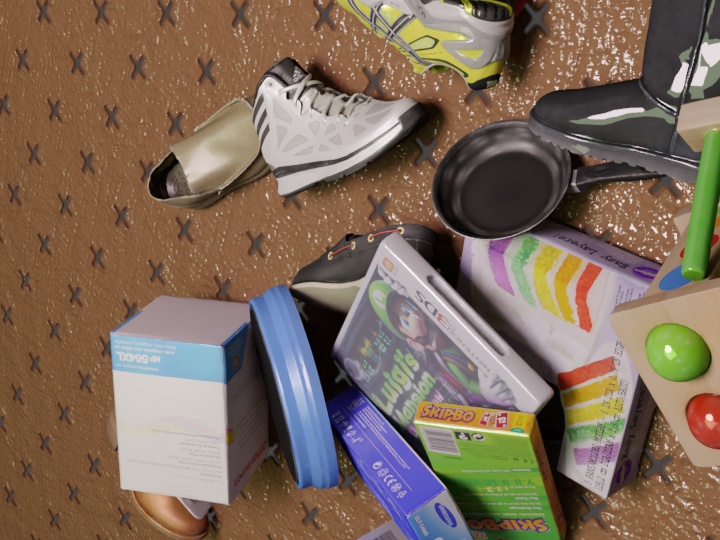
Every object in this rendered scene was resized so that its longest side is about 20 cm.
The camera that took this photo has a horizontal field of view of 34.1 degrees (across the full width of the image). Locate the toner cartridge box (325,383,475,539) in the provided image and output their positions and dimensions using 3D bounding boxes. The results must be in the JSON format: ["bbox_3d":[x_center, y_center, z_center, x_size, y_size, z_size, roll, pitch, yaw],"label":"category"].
[{"bbox_3d":[0.034,0.187,1.048,0.095,0.043,0.200,62,170,-30],"label":"toner cartridge box"}]

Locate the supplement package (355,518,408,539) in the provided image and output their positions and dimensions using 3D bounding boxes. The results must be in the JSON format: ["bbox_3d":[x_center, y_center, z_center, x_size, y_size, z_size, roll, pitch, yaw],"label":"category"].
[{"bbox_3d":[0.008,0.358,1.129,0.151,0.152,0.200,53,133,19],"label":"supplement package"}]

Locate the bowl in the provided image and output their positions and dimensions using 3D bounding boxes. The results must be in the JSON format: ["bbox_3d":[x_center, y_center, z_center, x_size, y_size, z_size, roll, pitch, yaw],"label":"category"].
[{"bbox_3d":[-0.067,0.114,1.128,0.201,0.039,0.201,165,90,-81],"label":"bowl"}]

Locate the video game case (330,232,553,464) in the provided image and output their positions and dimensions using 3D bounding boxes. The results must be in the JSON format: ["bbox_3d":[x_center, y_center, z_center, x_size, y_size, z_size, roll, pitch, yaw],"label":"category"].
[{"bbox_3d":[0.060,0.086,0.996,0.182,0.023,0.200,46,149,15],"label":"video game case"}]

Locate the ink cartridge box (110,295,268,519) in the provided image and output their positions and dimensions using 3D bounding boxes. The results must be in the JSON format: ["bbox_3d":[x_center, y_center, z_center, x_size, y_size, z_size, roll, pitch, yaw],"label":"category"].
[{"bbox_3d":[-0.174,0.144,1.226,0.125,0.129,0.200,6,108,14],"label":"ink cartridge box"}]

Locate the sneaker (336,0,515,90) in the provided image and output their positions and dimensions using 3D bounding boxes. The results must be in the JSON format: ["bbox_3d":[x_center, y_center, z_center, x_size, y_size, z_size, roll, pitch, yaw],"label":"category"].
[{"bbox_3d":[0.042,-0.202,0.964,0.200,0.075,0.077,32,131,46],"label":"sneaker"}]

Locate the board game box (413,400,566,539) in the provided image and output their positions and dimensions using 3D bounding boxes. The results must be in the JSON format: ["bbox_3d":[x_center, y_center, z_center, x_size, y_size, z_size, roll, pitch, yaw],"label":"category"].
[{"bbox_3d":[0.113,0.177,0.979,0.095,0.030,0.200,4,140,23],"label":"board game box"}]

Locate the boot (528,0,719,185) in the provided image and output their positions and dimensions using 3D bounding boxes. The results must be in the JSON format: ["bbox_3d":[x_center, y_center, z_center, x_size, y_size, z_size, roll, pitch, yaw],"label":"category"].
[{"bbox_3d":[0.207,-0.175,0.820,0.165,0.066,0.200,19,122,26],"label":"boot"}]

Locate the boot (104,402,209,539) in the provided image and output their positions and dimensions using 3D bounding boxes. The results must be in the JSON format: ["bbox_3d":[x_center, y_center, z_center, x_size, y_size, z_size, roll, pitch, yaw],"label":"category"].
[{"bbox_3d":[-0.214,0.201,1.362,0.155,0.077,0.200,-52,59,36],"label":"boot"}]

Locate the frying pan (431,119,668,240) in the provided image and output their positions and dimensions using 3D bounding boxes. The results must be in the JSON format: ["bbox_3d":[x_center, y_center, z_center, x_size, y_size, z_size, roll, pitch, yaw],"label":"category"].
[{"bbox_3d":[0.148,-0.083,0.929,0.190,0.031,0.115,-20,54,12],"label":"frying pan"}]

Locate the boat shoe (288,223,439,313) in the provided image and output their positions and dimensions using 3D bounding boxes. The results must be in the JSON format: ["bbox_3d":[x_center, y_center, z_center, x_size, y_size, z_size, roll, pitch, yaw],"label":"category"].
[{"bbox_3d":[0.002,0.001,1.088,0.201,0.074,0.063,-14,59,55],"label":"boat shoe"}]

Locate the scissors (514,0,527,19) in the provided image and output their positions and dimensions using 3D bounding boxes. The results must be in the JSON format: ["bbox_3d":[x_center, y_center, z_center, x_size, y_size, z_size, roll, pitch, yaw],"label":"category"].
[{"bbox_3d":[0.139,-0.261,0.904,0.200,0.014,0.073,-41,72,42],"label":"scissors"}]

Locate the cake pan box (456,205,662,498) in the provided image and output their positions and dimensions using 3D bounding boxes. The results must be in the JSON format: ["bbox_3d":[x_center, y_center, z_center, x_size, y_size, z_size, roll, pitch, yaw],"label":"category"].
[{"bbox_3d":[0.157,0.063,0.963,0.184,0.052,0.200,30,123,37],"label":"cake pan box"}]

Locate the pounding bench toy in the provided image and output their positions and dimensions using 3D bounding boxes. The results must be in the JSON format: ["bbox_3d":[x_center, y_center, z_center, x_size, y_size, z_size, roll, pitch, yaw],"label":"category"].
[{"bbox_3d":[0.240,0.003,0.746,0.124,0.156,0.200,-19,109,45],"label":"pounding bench toy"}]

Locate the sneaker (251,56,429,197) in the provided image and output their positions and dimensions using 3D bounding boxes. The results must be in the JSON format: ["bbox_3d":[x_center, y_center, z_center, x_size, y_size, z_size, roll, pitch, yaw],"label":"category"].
[{"bbox_3d":[-0.034,-0.142,1.048,0.200,0.076,0.116,-17,106,48],"label":"sneaker"}]

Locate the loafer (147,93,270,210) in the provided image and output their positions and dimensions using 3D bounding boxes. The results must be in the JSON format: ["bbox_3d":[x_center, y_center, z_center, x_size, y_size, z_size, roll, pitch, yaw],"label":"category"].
[{"bbox_3d":[-0.149,-0.112,1.190,0.200,0.067,0.076,-37,77,44],"label":"loafer"}]
